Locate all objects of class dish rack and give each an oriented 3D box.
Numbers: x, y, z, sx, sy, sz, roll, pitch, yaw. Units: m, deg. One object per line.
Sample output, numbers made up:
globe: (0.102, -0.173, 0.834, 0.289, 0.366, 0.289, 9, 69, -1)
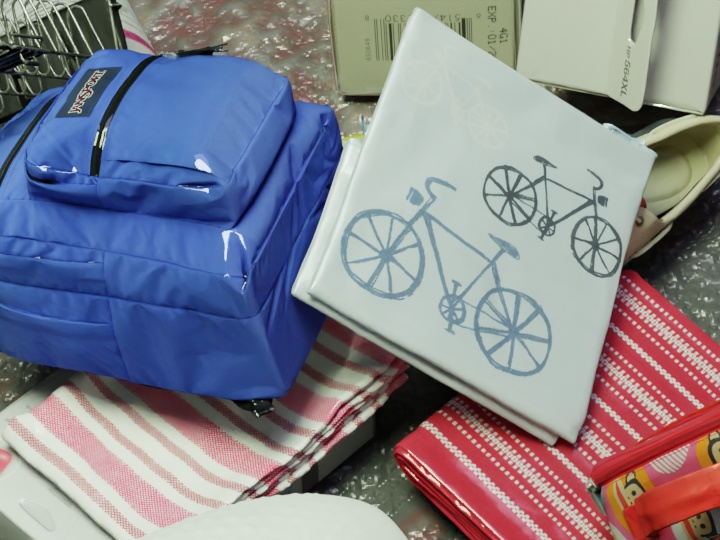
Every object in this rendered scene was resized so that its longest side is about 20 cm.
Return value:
dish rack: (-0.226, -0.114, 1.239, 0.153, 0.200, 0.055, -23, 87, 15)

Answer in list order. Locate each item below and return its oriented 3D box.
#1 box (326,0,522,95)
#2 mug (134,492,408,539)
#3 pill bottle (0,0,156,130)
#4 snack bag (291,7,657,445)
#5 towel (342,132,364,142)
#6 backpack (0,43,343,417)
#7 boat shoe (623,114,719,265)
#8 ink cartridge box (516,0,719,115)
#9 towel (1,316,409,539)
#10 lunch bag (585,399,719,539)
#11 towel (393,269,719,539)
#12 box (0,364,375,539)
box: (0.048, -0.222, 1.474, 0.127, 0.109, 0.201, 0, 44, 6)
mug: (-0.044, 0.213, 1.075, 0.175, 0.148, 0.201, -22, 80, -26)
pill bottle: (-0.209, -0.163, 1.436, 0.113, 0.114, 0.200, -18, 49, -14)
snack bag: (0.069, -0.029, 1.212, 0.188, 0.021, 0.201, 29, 63, -20)
towel: (0.011, -0.060, 1.394, 0.199, 0.018, 0.086, -15, 47, -10)
backpack: (-0.120, -0.037, 1.196, 0.199, 0.169, 0.163, 4, 39, 23)
boat shoe: (0.154, -0.038, 1.307, 0.200, 0.063, 0.071, -33, 88, -38)
ink cartridge box: (0.182, -0.191, 1.385, 0.124, 0.129, 0.200, 11, 24, 15)
towel: (-0.085, 0.070, 1.216, 0.146, 0.030, 0.200, 32, 56, 30)
lunch bag: (0.212, 0.099, 1.097, 0.175, 0.200, 0.082, -11, 76, -32)
towel: (0.133, 0.096, 1.223, 0.200, 0.023, 0.145, -35, 66, -27)
box: (-0.114, 0.099, 1.237, 0.156, 0.041, 0.200, 33, 56, 30)
